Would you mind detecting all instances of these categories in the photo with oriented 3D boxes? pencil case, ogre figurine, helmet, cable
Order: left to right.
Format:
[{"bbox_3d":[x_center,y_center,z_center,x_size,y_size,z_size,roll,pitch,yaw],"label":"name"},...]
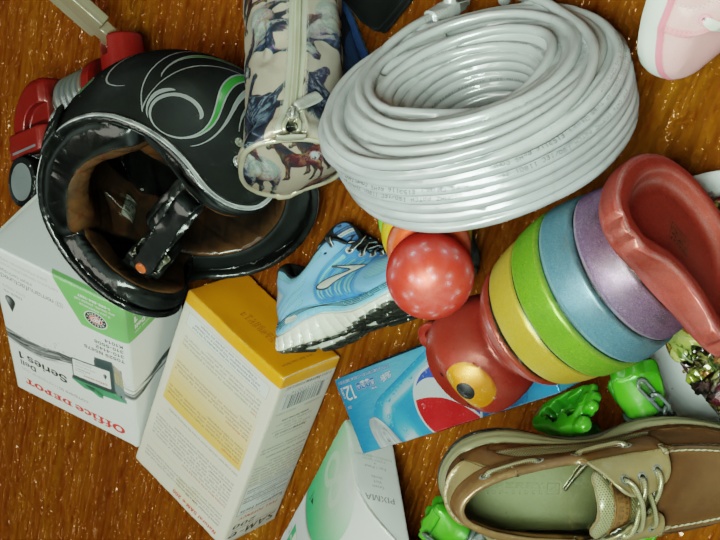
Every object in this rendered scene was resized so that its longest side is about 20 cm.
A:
[{"bbox_3d":[-0.135,-0.075,0.986,0.199,0.191,0.201,9,115,20],"label":"helmet"},{"bbox_3d":[-0.046,-0.155,0.888,0.089,0.078,0.201,131,142,-62],"label":"pencil case"},{"bbox_3d":[0.071,-0.100,0.793,0.200,0.200,0.069,32,149,51],"label":"cable"},{"bbox_3d":[0.147,0.151,0.849,0.120,0.098,0.200,41,96,-13],"label":"ogre figurine"}]

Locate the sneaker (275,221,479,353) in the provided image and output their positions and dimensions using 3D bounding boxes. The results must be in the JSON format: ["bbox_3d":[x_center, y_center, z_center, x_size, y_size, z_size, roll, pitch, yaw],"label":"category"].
[{"bbox_3d":[0.000,0.000,0.973,0.200,0.078,0.090,-22,75,37],"label":"sneaker"}]

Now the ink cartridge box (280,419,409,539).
[{"bbox_3d":[-0.013,0.245,1.003,0.200,0.050,0.161,-97,28,-51],"label":"ink cartridge box"}]

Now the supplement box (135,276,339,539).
[{"bbox_3d":[-0.111,0.121,1.109,0.126,0.073,0.200,40,126,26],"label":"supplement box"}]

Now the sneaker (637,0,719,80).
[{"bbox_3d":[0.239,-0.172,0.703,0.105,0.075,0.201,47,125,28],"label":"sneaker"}]

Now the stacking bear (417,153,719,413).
[{"bbox_3d":[0.121,0.024,0.776,0.121,0.114,0.200,45,128,-14],"label":"stacking bear"}]

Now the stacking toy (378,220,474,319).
[{"bbox_3d":[0.045,-0.030,0.835,0.085,0.200,0.086,0,120,0],"label":"stacking toy"}]

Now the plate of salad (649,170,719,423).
[{"bbox_3d":[0.235,0.038,0.791,0.200,0.048,0.201,15,113,39],"label":"plate of salad"}]

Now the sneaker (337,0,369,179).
[{"bbox_3d":[-0.040,-0.158,0.960,0.066,0.078,0.201,-38,75,44],"label":"sneaker"}]

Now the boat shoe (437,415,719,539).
[{"bbox_3d":[0.147,0.135,0.758,0.199,0.074,0.076,-5,103,3],"label":"boat shoe"}]

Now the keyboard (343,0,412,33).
[{"bbox_3d":[0.030,-0.276,0.901,0.127,0.021,0.200,52,130,10],"label":"keyboard"}]

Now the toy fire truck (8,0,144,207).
[{"bbox_3d":[-0.254,-0.165,1.133,0.176,0.128,0.201,-12,83,44],"label":"toy fire truck"}]

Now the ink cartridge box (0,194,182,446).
[{"bbox_3d":[-0.238,0.047,1.132,0.146,0.084,0.200,23,139,17],"label":"ink cartridge box"}]

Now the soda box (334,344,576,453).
[{"bbox_3d":[0.077,0.076,0.931,0.200,0.068,0.064,-26,85,43],"label":"soda box"}]
